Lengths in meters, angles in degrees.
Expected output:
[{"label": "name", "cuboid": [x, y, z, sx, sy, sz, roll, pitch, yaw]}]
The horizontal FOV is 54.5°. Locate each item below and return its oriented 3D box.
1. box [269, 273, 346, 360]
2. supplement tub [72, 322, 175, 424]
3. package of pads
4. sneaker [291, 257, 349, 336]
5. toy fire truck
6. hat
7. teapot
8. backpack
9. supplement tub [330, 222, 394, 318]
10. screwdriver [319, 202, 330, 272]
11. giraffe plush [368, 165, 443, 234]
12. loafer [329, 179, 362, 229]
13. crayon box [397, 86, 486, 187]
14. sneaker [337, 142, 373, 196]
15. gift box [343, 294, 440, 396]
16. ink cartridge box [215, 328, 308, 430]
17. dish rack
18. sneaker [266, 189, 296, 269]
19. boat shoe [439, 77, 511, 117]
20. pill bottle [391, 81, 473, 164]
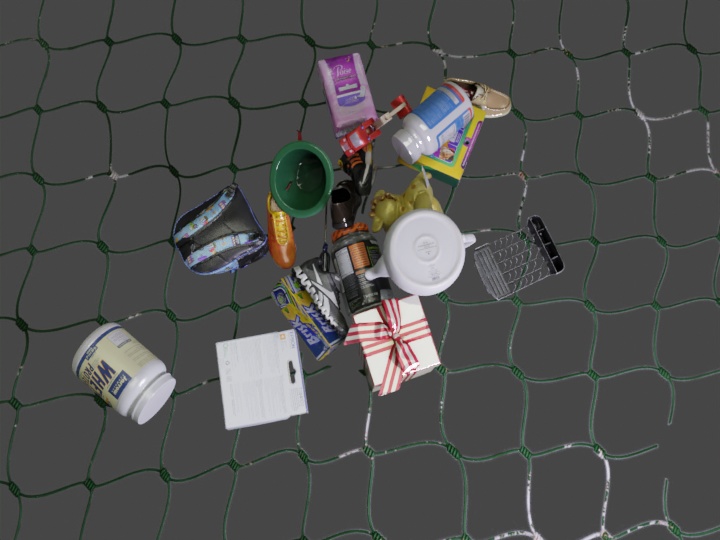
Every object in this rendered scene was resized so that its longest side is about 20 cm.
[{"label": "box", "cuboid": [-0.123, 0.106, 1.644, 0.202, 0.064, 0.069, 52, 38, 11]}, {"label": "supplement tub", "cuboid": [-0.529, 0.232, 1.570, 0.198, 0.145, 0.146, 37, 77, 8]}, {"label": "package of pads", "cuboid": [-0.033, -0.450, 1.799, 0.117, 0.076, 0.206, -13, 76, -8]}, {"label": "sneaker", "cuboid": [-0.073, 0.052, 1.606, 0.090, 0.067, 0.202, -35, 75, -4]}, {"label": "toy fire truck", "cuboid": [0.039, -0.350, 1.682, 0.139, 0.200, 0.049, -30, 101, 31]}, {"label": "hat", "cuboid": [-0.123, -0.238, 1.726, 0.160, 0.176, 0.207, 10, 99, 11]}, {"label": "teapot", "cuboid": [0.138, -0.036, 1.556, 0.196, 0.146, 0.201, 27, 79, 0]}, {"label": "backpack", "cuboid": [-0.334, -0.076, 1.661, 0.197, 0.135, 0.185, -31, 78, -10]}, {"label": "supplement tub", "cuboid": [0.000, 0.000, 1.658, 0.119, 0.123, 0.206, -15, 76, -5]}, {"label": "screwdriver", "cuboid": [-0.083, -0.082, 1.727, 0.028, 0.028, 0.207, 14, 72, -30]}, {"label": "giraffe plush", "cuboid": [0.105, -0.138, 1.689, 0.158, 0.173, 0.205, -13, 107, 19]}, {"label": "loafer", "cuboid": [-0.037, -0.175, 1.680, 0.071, 0.073, 0.202, -8, 31, 6]}, {"label": "crayon box", "cuboid": [0.208, -0.342, 1.786, 0.168, 0.058, 0.205, 23, 77, 6]}, {"label": "sneaker", "cuboid": [-0.015, -0.248, 1.719, 0.087, 0.071, 0.203, 2, 40, 4]}, {"label": "gift box", "cuboid": [0.066, 0.178, 1.581, 0.195, 0.187, 0.189, -22, 76, -8]}, {"label": "ink cartridge box", "cuboid": [-0.229, 0.252, 1.627, 0.193, 0.041, 0.206, -9, 76, -4]}, {"label": "dish rack", "cuboid": [0.382, -0.027, 1.712, 0.195, 0.055, 0.157, -24, 76, -7]}, {"label": "sneaker", "cuboid": [-0.200, -0.104, 1.703, 0.071, 0.077, 0.206, -11, 77, -6]}, {"label": "boat shoe", "cuboid": [0.300, -0.451, 1.812, 0.193, 0.067, 0.076, 10, 75, 1]}, {"label": "pill bottle", "cuboid": [0.171, -0.355, 1.701, 0.199, 0.112, 0.113, -40, 80, -10]}]
